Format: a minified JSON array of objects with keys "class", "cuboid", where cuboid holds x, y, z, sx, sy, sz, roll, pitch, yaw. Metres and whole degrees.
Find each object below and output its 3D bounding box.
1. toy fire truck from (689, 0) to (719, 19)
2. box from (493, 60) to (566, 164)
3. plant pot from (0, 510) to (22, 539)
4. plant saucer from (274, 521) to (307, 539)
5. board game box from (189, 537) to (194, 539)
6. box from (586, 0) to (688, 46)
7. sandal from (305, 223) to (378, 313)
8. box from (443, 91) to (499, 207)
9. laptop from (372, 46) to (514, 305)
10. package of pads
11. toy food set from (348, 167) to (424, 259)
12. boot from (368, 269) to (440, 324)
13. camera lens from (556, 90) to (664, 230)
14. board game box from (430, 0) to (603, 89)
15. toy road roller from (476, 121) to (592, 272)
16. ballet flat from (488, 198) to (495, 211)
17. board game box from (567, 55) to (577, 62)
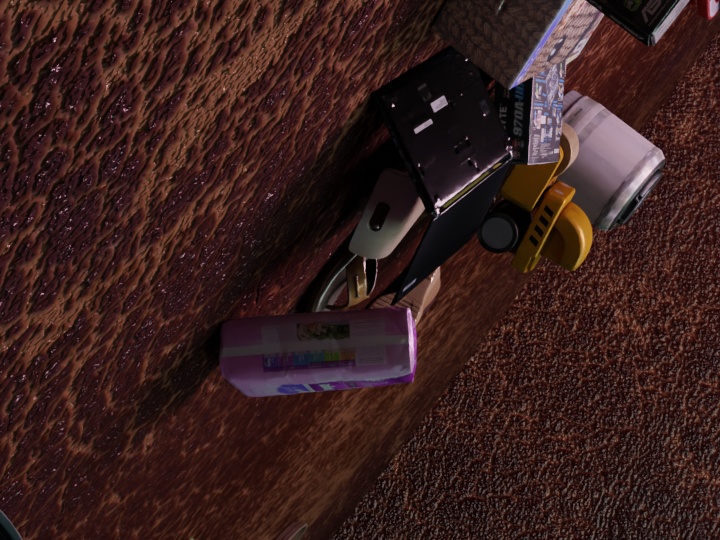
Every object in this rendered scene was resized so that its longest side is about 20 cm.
[{"class":"toy fire truck","cuboid":[0.659,-0.554,2.225,0.200,0.112,0.168,-47,144,-19]},{"class":"box","cuboid":[0.196,-0.203,1.434,0.200,0.046,0.160,-18,112,-70]},{"class":"plant pot","cuboid":[-0.291,0.217,0.744,0.200,0.200,0.188,-46,-177,-19]},{"class":"plant saucer","cuboid":[-0.193,0.640,2.813,0.200,0.029,0.200,-49,169,-13]},{"class":"board game box","cuboid":[-0.323,0.495,1.858,0.200,0.029,0.135,-35,161,-54]},{"class":"box","cuboid":[0.215,-0.315,0.988,0.200,0.193,0.047,-53,166,7]},{"class":"sandal","cuboid":[0.000,0.000,1.485,0.200,0.055,0.082,-52,168,3]},{"class":"box","cuboid":[0.151,-0.146,1.505,0.076,0.050,0.200,-66,177,38]},{"class":"laptop","cuboid":[0.069,-0.100,1.265,0.103,0.201,0.177,-18,-166,40]},{"class":"package of pads","cuboid":[-0.040,0.085,1.297,0.121,0.198,0.076,64,21,-79]},{"class":"toy food set","cuboid":[0.061,-0.118,1.378,0.200,0.060,0.144,-53,172,-39]},{"class":"boot","cuboid":[0.054,0.084,1.910,0.200,0.072,0.167,-48,167,-31]},{"class":"camera lens","cuboid":[0.380,-0.176,2.037,0.160,0.200,0.160,-47,168,-13]},{"class":"board game box","cuboid":[0.181,-0.282,1.194,0.200,0.097,0.160,-34,160,-55]},{"class":"toy road roller","cuboid":[0.260,-0.089,1.694,0.201,0.145,0.123,-64,170,20]},{"class":"ballet flat","cuboid":[0.158,-0.126,1.713,0.070,0.069,0.200,-50,170,-3]},{"class":"board game box","cuboid":[0.283,-0.335,1.563,0.134,0.029,0.201,-39,164,-48]}]
